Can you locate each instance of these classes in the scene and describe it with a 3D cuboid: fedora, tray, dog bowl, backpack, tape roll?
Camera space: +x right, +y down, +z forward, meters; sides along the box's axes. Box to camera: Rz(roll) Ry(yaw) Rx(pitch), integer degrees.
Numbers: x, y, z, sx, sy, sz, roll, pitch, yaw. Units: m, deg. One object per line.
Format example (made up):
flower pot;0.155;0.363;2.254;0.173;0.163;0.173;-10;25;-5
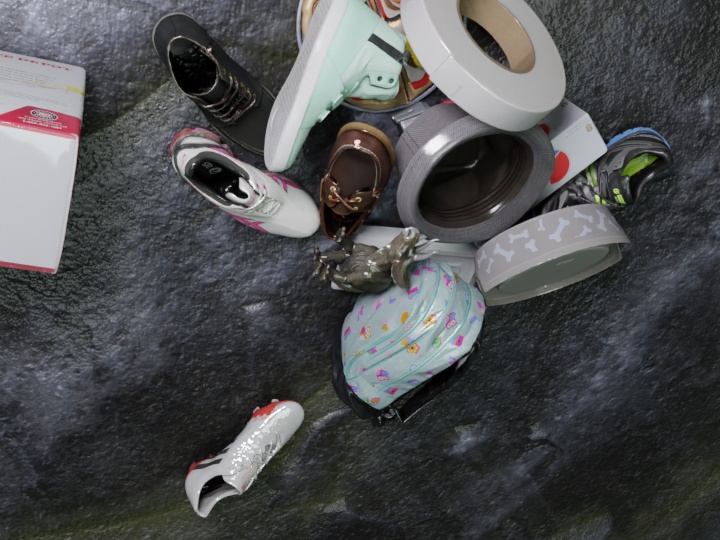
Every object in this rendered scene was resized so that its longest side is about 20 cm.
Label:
fedora;0.112;-0.121;0.954;0.199;0.090;0.177;3;132;-39
tray;0.069;-0.004;1.095;0.199;0.022;0.108;4;131;-18
dog bowl;0.231;-0.020;1.050;0.199;0.059;0.200;-17;165;-5
backpack;0.055;0.076;1.034;0.126;0.168;0.200;31;131;-31
tape roll;0.130;-0.237;0.884;0.202;0.204;0.037;24;139;-26

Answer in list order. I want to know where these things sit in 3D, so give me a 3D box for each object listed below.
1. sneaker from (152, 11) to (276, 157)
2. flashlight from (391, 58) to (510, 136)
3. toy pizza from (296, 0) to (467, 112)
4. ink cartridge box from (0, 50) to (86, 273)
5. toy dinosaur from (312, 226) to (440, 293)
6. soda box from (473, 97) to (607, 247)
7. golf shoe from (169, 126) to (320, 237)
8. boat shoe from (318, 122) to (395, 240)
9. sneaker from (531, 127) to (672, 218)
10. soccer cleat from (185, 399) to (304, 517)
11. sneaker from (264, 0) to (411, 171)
sneaker;-0.142;-0.177;0.902;0.075;0.106;0.200;-42;121;9
flashlight;0.134;-0.203;0.995;0.199;0.068;0.068;-23;95;-2
toy pizza;0.028;-0.271;0.946;0.199;0.032;0.201;-7;119;-12
ink cartridge box;-0.350;-0.116;0.823;0.144;0.200;0.145;9;118;-19
toy dinosaur;0.000;0.000;0.990;0.102;0.200;0.077;23;69;-17
soda box;0.200;-0.121;1.055;0.200;0.068;0.064;-38;121;6
golf shoe;-0.127;-0.083;0.968;0.199;0.092;0.073;28;107;-29
boat shoe;-0.009;-0.090;0.944;0.070;0.200;0.071;23;70;4
sneaker;0.305;-0.108;1.084;0.199;0.083;0.071;-33;123;7
soccer cleat;-0.153;0.253;1.145;0.200;0.085;0.069;-37;121;5
sneaker;-0.020;-0.181;0.903;0.118;0.074;0.201;22;96;-27
